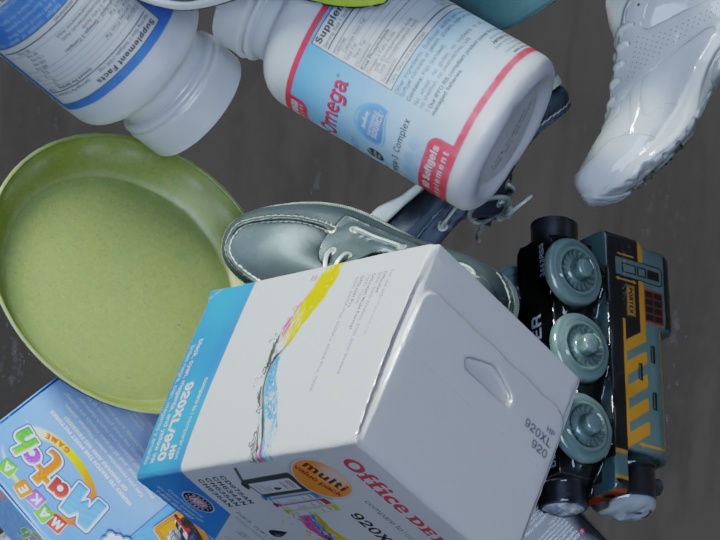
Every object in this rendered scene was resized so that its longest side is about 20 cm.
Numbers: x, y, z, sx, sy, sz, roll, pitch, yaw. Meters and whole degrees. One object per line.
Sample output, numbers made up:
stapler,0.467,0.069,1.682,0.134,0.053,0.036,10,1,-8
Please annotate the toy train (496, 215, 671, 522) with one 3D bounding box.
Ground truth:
toy train,0.146,0.064,1.684,0.114,0.085,0.200,15,62,-33

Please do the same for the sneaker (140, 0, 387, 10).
sneaker,-0.067,-0.208,1.587,0.200,0.081,0.074,-2,54,5

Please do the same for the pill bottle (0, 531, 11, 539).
pill bottle,-0.165,0.245,1.687,0.112,0.112,0.200,-36,91,-2

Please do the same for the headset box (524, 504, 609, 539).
headset box,0.088,0.205,1.717,0.200,0.077,0.149,45,88,-2

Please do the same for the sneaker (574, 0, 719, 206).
sneaker,0.190,-0.133,1.734,0.099,0.078,0.200,36,79,5

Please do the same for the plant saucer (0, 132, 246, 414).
plant saucer,-0.149,0.006,1.687,0.200,0.031,0.200,15,57,-23

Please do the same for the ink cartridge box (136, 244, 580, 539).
ink cartridge box,-0.001,0.094,1.599,0.147,0.200,0.145,41,55,-30

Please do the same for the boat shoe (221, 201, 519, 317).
boat shoe,0.000,0.000,1.665,0.200,0.062,0.073,16,92,16

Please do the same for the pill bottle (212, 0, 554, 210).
pill bottle,0.012,-0.130,1.647,0.200,0.109,0.109,31,88,14

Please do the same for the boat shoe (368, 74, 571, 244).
boat shoe,0.065,-0.047,1.719,0.200,0.075,0.062,-41,89,-1

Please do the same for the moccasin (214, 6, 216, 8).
moccasin,-0.129,-0.237,1.714,0.200,0.068,0.081,35,76,-17

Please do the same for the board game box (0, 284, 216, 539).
board game box,-0.139,0.121,1.671,0.151,0.037,0.200,50,49,0

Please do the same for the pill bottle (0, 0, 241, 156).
pill bottle,-0.173,-0.162,1.668,0.200,0.112,0.112,40,88,-29

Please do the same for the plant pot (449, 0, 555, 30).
plant pot,0.070,-0.260,1.671,0.200,0.200,0.188,-42,105,-2
